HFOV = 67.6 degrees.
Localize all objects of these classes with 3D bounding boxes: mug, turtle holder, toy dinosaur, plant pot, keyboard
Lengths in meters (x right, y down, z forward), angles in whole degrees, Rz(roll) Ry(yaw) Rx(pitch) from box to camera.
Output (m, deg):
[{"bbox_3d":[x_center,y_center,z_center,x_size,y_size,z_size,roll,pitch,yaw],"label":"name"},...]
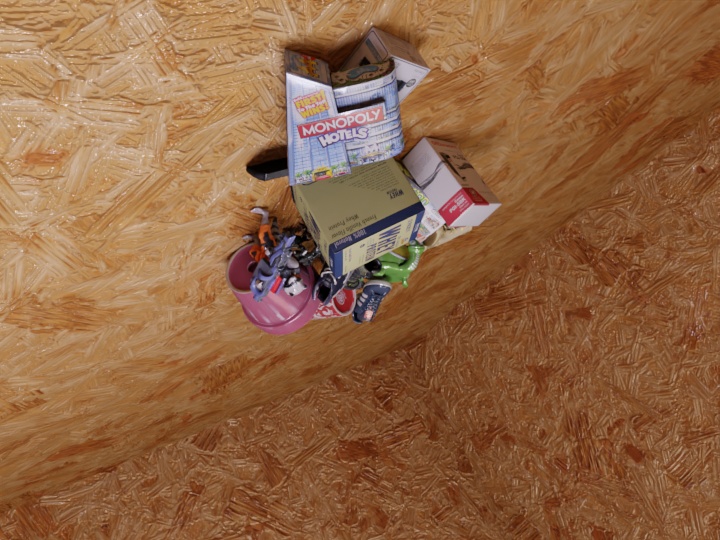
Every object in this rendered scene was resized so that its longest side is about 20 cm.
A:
[{"bbox_3d":[-0.134,0.069,1.440,0.199,0.134,0.177,-5,163,36],"label":"mug"},{"bbox_3d":[0.073,-0.034,1.438,0.140,0.132,0.185,13,161,-15],"label":"turtle holder"},{"bbox_3d":[-0.093,-0.079,1.226,0.136,0.102,0.200,-36,119,1],"label":"toy dinosaur"},{"bbox_3d":[-0.213,0.029,1.255,0.200,0.200,0.179,-31,148,5],"label":"plant pot"},{"bbox_3d":[-0.095,-0.181,0.964,0.200,0.104,0.040,-21,121,-27],"label":"keyboard"}]

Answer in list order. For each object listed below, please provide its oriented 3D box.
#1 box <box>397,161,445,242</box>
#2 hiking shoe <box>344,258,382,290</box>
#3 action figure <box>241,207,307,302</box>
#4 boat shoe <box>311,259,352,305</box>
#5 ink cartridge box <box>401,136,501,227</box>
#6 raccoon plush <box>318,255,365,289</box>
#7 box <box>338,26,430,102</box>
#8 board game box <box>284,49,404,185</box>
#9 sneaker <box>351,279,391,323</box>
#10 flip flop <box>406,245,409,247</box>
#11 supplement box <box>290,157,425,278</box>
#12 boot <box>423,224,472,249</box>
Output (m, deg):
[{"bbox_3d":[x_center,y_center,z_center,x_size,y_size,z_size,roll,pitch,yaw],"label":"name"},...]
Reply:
[{"bbox_3d":[0.111,-0.159,1.263,0.200,0.035,0.110,36,122,-25],"label":"box"},{"bbox_3d":[0.000,0.000,1.328,0.200,0.100,0.076,90,19,-62],"label":"hiking shoe"},{"bbox_3d":[-0.164,-0.037,1.098,0.104,0.194,0.200,-14,157,-44],"label":"action figure"},{"bbox_3d":[-0.049,-0.007,1.211,0.093,0.075,0.200,-55,169,-53],"label":"boat shoe"},{"bbox_3d":[0.209,-0.202,1.233,0.147,0.200,0.083,-9,150,-51],"label":"ink cartridge box"},{"bbox_3d":[-0.054,-0.009,1.462,0.097,0.134,0.200,-30,164,5],"label":"raccoon plush"},{"bbox_3d":[0.005,-0.288,0.886,0.116,0.060,0.200,-9,153,-50],"label":"box"},{"bbox_3d":[-0.037,-0.237,0.808,0.199,0.062,0.200,-12,143,3],"label":"board game box"},{"bbox_3d":[0.028,0.091,1.466,0.075,0.085,0.200,13,153,-15],"label":"sneaker"},{"bbox_3d":[0.076,-0.042,1.554,0.199,0.081,0.058,0,-176,26],"label":"flip flop"},{"bbox_3d":[-0.010,-0.131,1.073,0.200,0.200,0.134,-26,163,-11],"label":"supplement box"},{"bbox_3d":[0.227,-0.115,1.428,0.155,0.073,0.200,-23,170,-9],"label":"boot"}]
